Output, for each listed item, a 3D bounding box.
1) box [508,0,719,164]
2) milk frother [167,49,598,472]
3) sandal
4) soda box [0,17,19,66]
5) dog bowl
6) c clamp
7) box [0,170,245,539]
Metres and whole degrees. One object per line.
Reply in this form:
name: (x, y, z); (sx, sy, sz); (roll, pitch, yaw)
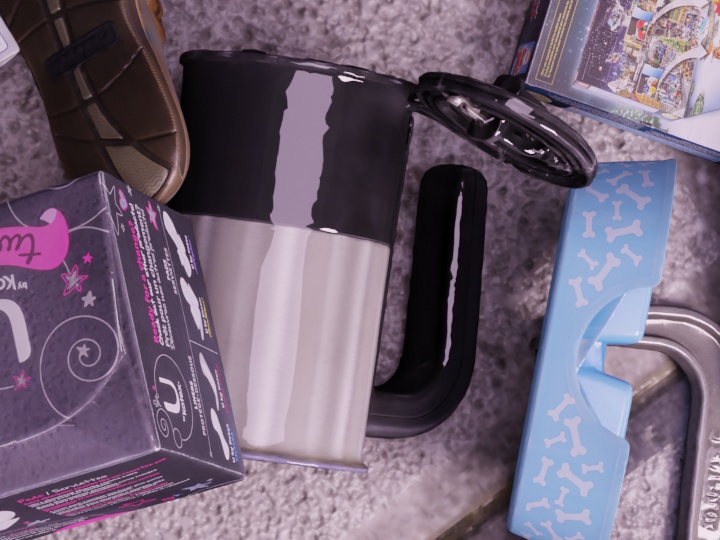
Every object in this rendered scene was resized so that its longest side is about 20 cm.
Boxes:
box: (0.168, -0.166, 1.416); (0.136, 0.038, 0.200); (19, 85, -12)
milk frother: (0.000, 0.000, 1.293); (0.180, 0.200, 0.189); (8, 88, -17)
sandal: (-0.118, -0.113, 1.322); (0.082, 0.055, 0.200); (-28, 66, 17)
soda box: (-0.239, -0.169, 1.305); (0.063, 0.068, 0.200); (-33, 96, -10)
dog bowl: (0.110, 0.040, 1.339); (0.049, 0.111, 0.200); (11, 89, 3)
c clamp: (0.115, 0.110, 1.405); (0.171, 0.027, 0.200); (13, 86, -14)
box: (-0.172, 0.051, 1.235); (0.200, 0.115, 0.132); (-16, 76, 13)
